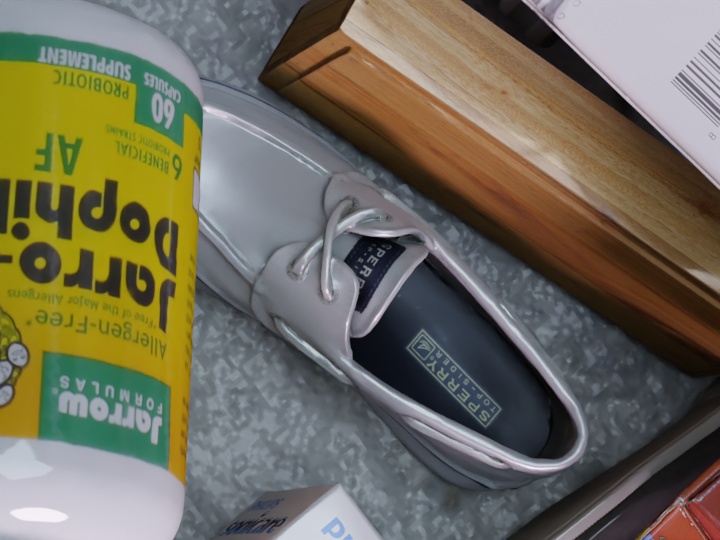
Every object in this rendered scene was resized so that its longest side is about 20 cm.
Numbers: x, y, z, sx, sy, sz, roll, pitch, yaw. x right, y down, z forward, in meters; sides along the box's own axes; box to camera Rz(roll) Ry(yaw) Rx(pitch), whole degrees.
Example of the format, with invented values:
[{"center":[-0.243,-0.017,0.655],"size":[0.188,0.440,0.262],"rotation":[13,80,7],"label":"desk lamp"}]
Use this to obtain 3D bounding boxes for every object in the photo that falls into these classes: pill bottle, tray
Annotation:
[{"center":[-0.106,0.029,0.694],"size":[0.112,0.113,0.201],"rotation":[8,70,-18],"label":"pill bottle"},{"center":[0.066,-0.030,0.805],"size":[0.199,0.099,0.037],"rotation":[33,76,-13],"label":"tray"}]

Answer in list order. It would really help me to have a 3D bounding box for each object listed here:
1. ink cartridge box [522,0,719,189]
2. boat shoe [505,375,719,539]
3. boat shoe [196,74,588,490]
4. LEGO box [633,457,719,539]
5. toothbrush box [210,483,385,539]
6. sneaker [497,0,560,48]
[{"center":[0.121,-0.125,0.739],"size":[0.200,0.083,0.147],"rotation":[44,104,1],"label":"ink cartridge box"},{"center":[0.113,0.088,0.826],"size":[0.199,0.067,0.057],"rotation":[-34,91,-23],"label":"boat shoe"},{"center":[0.000,0.000,0.796],"size":[0.200,0.065,0.074],"rotation":[37,74,-12],"label":"boat shoe"},{"center":[0.201,0.085,0.750],"size":[0.200,0.077,0.149],"rotation":[-36,78,-29],"label":"LEGO box"},{"center":[-0.048,0.187,0.748],"size":[0.200,0.086,0.146],"rotation":[-40,97,-18],"label":"toothbrush box"},{"center":[0.095,-0.181,0.846],"size":[0.082,0.075,0.200],"rotation":[36,70,-5],"label":"sneaker"}]
